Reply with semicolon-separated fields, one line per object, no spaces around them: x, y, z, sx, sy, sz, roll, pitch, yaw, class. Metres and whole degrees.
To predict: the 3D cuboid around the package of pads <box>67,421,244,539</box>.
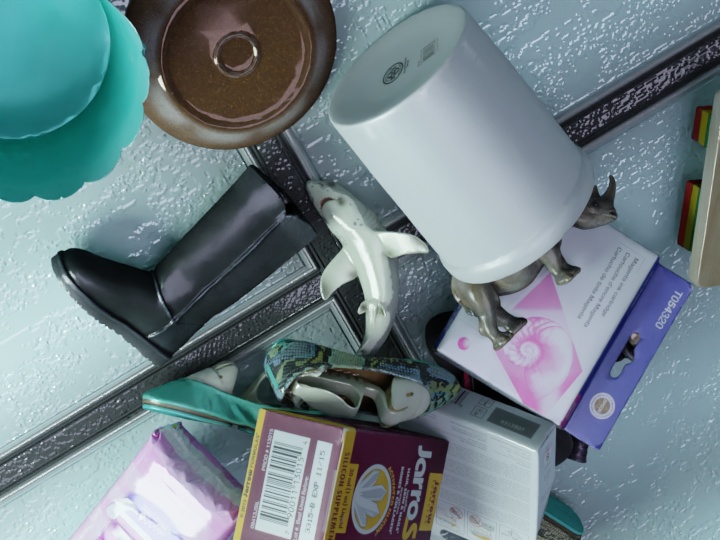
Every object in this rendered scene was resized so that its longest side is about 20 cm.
-0.199;0.253;1.610;0.120;0.076;0.200;44;112;11;package of pads

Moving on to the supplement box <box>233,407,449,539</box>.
-0.015;0.209;1.592;0.200;0.103;0.132;14;86;-58;supplement box

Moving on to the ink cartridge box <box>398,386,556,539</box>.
0.116;0.211;1.700;0.057;0.162;0.201;-49;148;-37;ink cartridge box

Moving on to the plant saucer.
-0.113;-0.198;1.500;0.199;0.037;0.201;-7;116;-14;plant saucer

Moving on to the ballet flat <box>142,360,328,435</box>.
-0.118;0.127;1.637;0.199;0.067;0.071;19;82;-24;ballet flat

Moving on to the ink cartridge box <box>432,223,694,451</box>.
0.204;0.046;1.642;0.199;0.043;0.197;31;87;-4;ink cartridge box

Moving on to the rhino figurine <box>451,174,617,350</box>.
0.170;-0.022;1.589;0.200;0.060;0.087;-44;85;-5;rhino figurine

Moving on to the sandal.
0.142;0.121;1.682;0.075;0.045;0.200;-39;96;20;sandal

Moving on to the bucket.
-0.285;-0.168;1.403;0.206;0.135;0.208;-6;115;-13;bucket

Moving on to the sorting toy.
0.418;-0.097;1.684;0.198;0.070;0.201;-6;114;-21;sorting toy

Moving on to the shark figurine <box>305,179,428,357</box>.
0.012;0.019;1.617;0.127;0.089;0.216;6;107;17;shark figurine

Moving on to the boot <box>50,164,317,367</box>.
-0.161;-0.022;1.539;0.200;0.066;0.165;-38;131;11;boot

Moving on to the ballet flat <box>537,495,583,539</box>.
0.156;0.243;1.770;0.075;0.068;0.200;-34;122;18;ballet flat

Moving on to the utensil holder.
0.090;-0.116;1.526;0.170;0.170;0.200;-41;116;4;utensil holder

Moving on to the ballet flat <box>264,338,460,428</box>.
0.004;0.117;1.586;0.199;0.074;0.075;9;110;-17;ballet flat

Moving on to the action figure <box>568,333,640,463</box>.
0.227;0.093;1.721;0.130;0.069;0.201;19;103;-16;action figure
